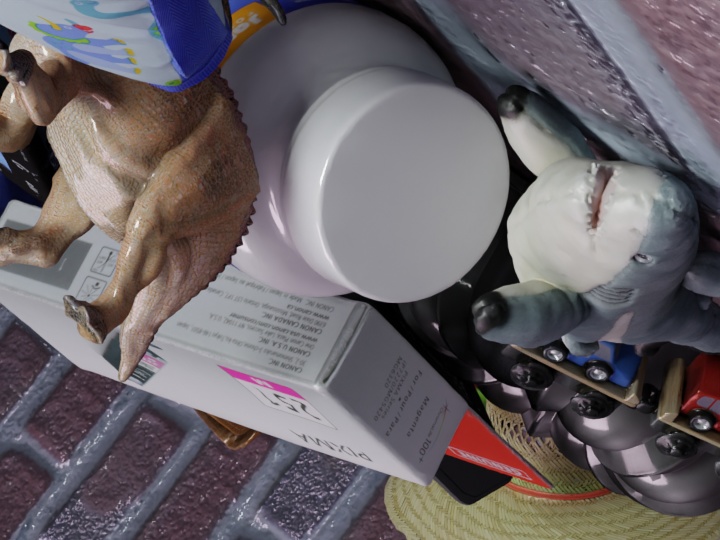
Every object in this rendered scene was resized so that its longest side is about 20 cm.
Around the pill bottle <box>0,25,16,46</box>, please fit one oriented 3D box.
[{"bbox_3d":[-0.205,-0.095,1.336,0.109,0.109,0.200,38,-153,-12],"label":"pill bottle"}]

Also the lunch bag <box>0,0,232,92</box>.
[{"bbox_3d":[-0.123,-0.148,0.874,0.200,0.127,0.170,46,176,14],"label":"lunch bag"}]

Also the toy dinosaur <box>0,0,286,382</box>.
[{"bbox_3d":[-0.073,-0.057,1.025,0.086,0.135,0.200,15,129,52],"label":"toy dinosaur"}]

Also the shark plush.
[{"bbox_3d":[0.108,0.011,1.072,0.083,0.091,0.200,0,152,25],"label":"shark plush"}]

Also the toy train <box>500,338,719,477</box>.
[{"bbox_3d":[0.143,0.057,1.176,0.200,0.034,0.046,25,140,-11],"label":"toy train"}]

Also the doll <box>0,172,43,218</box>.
[{"bbox_3d":[-0.125,-0.052,1.298,0.048,0.200,0.137,32,158,20],"label":"doll"}]

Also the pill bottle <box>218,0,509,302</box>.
[{"bbox_3d":[-0.030,-0.055,1.127,0.112,0.112,0.200,41,173,-33],"label":"pill bottle"}]

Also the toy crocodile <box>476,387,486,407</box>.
[{"bbox_3d":[0.064,0.102,2.140,0.067,0.062,0.200,30,172,-8],"label":"toy crocodile"}]

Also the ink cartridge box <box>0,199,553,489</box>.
[{"bbox_3d":[-0.041,0.046,1.224,0.200,0.044,0.174,16,160,38],"label":"ink cartridge box"}]

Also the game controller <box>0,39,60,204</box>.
[{"bbox_3d":[-0.159,-0.073,1.136,0.104,0.042,0.200,47,174,6],"label":"game controller"}]

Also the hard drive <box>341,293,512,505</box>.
[{"bbox_3d":[0.000,0.000,1.379,0.140,0.033,0.200,46,-163,-52],"label":"hard drive"}]

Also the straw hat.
[{"bbox_3d":[0.103,0.075,1.476,0.201,0.201,0.085,29,129,56],"label":"straw hat"}]

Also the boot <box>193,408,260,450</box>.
[{"bbox_3d":[-0.017,0.039,1.591,0.077,0.155,0.200,35,174,21],"label":"boot"}]

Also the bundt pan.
[{"bbox_3d":[0.097,0.037,1.287,0.202,0.076,0.202,37,175,3],"label":"bundt pan"}]
